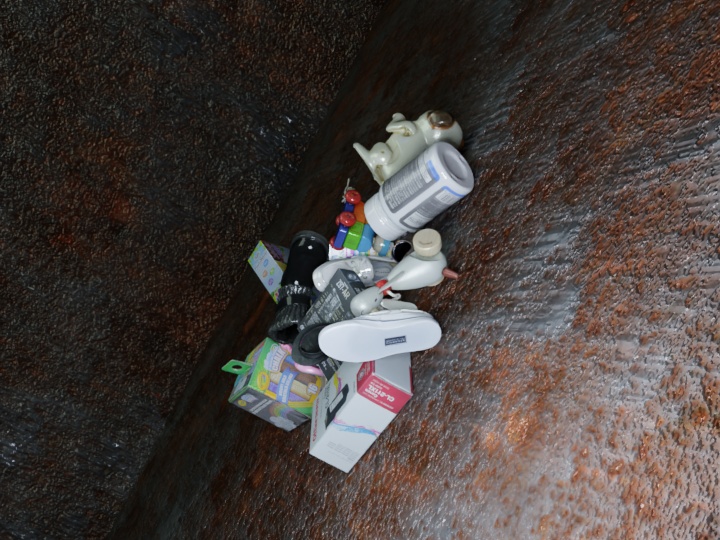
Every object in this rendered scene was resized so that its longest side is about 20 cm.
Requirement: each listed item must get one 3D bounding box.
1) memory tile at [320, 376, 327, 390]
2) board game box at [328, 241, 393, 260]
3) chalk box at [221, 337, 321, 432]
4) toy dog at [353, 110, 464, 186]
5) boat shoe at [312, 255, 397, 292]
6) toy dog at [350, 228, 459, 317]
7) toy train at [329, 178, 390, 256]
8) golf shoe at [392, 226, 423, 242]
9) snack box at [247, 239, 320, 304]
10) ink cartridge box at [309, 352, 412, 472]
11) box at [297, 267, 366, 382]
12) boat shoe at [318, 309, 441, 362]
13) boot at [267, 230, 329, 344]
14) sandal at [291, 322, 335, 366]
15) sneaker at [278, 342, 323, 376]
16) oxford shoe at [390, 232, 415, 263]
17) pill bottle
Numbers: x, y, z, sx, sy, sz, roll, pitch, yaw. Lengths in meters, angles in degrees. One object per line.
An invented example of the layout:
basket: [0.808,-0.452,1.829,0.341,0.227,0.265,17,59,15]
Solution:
memory tile: [-0.056,0.144,1.796,0.200,0.017,0.154,116,153,-58]
board game box: [-0.011,-0.044,1.894,0.200,0.134,0.034,-158,66,-81]
chalk box: [-0.194,0.234,1.892,0.124,0.200,0.124,-39,25,52]
toy dog: [0.114,-0.250,1.818,0.200,0.140,0.194,-39,38,0]
boat shoe: [0.000,0.000,1.741,0.069,0.199,0.071,-28,75,51]
toy dog: [0.087,0.027,1.503,0.200,0.132,0.096,-51,50,-5]
toy train: [0.014,-0.112,1.802,0.200,0.115,0.085,-77,8,-47]
golf shoe: [0.080,-0.108,1.838,0.077,0.088,0.200,-64,16,-20]
snack box: [-0.139,0.028,2.014,0.068,0.168,0.200,-55,45,18]
ink cartridge box: [-0.001,0.218,1.508,0.200,0.083,0.146,-53,17,24]
box: [-0.024,0.121,1.645,0.160,0.043,0.200,-55,49,24]
boat shoe: [0.028,0.101,1.440,0.065,0.199,0.074,-116,28,-63]
boot: [-0.122,0.038,1.768,0.211,0.079,0.158,111,172,-50]
sandal: [-0.067,0.126,1.622,0.200,0.048,0.076,-20,69,42]
sneaker: [-0.109,0.139,1.832,0.200,0.079,0.096,41,113,59]
oxford shoe: [0.095,-0.041,1.684,0.071,0.073,0.200,-59,14,10]
pill bottle: [0.108,-0.146,1.691,0.200,0.114,0.114,-35,27,33]
